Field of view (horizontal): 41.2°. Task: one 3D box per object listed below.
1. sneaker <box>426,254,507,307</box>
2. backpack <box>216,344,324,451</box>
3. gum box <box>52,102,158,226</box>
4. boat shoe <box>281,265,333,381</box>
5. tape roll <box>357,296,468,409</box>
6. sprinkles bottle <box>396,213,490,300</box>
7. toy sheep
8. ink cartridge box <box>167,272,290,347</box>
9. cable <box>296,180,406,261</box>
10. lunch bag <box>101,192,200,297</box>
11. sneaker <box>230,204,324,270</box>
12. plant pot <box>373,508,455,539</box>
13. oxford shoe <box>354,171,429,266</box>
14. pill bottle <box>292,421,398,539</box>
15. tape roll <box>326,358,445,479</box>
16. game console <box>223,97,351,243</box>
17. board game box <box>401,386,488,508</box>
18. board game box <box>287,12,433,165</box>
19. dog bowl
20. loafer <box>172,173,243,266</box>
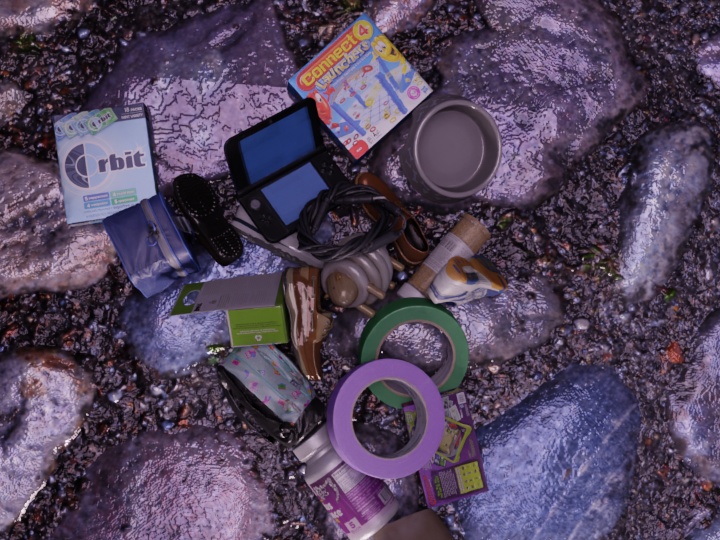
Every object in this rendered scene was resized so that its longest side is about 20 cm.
[{"bbox_3d":[0.190,0.024,1.736,0.088,0.199,0.076,-45,59,26],"label":"sneaker"},{"bbox_3d":[-0.160,0.213,1.702,0.200,0.167,0.127,44,66,4],"label":"backpack"},{"bbox_3d":[-0.463,-0.194,1.756,0.168,0.045,0.203,-9,87,-4],"label":"gum box"},{"bbox_3d":[-0.084,0.089,1.656,0.073,0.076,0.203,-10,97,5],"label":"boat shoe"},{"bbox_3d":[0.095,0.151,1.729,0.198,0.048,0.203,-3,109,-8],"label":"tape roll"},{"bbox_3d":[0.154,-0.010,1.768,0.068,0.068,0.200,41,85,0],"label":"sprinkles bottle"},{"bbox_3d":[0.000,0.000,1.723,0.136,0.200,0.139,13,124,19],"label":"toy sheep"},{"bbox_3d":[-0.224,0.072,1.695,0.197,0.148,0.077,-6,112,4],"label":"ink cartridge box"},{"bbox_3d":[-0.030,-0.088,1.678,0.198,0.051,0.164,-26,57,-21],"label":"cable"},{"bbox_3d":[-0.355,-0.050,1.675,0.131,0.200,0.137,-27,83,-8],"label":"lunch bag"},{"bbox_3d":[-0.138,-0.067,1.756,0.199,0.076,0.081,30,75,-3],"label":"sneaker"},{"bbox_3d":[0.108,0.522,1.682,0.198,0.200,0.175,-20,71,-5],"label":"plant pot"},{"bbox_3d":[0.064,-0.105,1.762,0.071,0.071,0.201,-37,88,-24],"label":"oxford shoe"},{"bbox_3d":[-0.031,0.373,1.708,0.112,0.112,0.201,-38,88,-5],"label":"pill bottle"},{"bbox_3d":[0.043,0.255,1.654,0.197,0.066,0.203,2,83,-13],"label":"tape roll"},{"bbox_3d":[-0.123,-0.178,1.711,0.199,0.119,0.171,-32,75,-21],"label":"game console"},{"bbox_3d":[0.154,0.322,1.741,0.119,0.032,0.202,-15,102,-8],"label":"board game box"},{"bbox_3d":[-0.001,-0.338,1.789,0.200,0.056,0.196,-42,90,-5],"label":"board game box"},{"bbox_3d":[0.172,-0.224,1.765,0.197,0.059,0.203,-2,97,-14],"label":"dog bowl"},{"bbox_3d":[-0.287,-0.087,1.746,0.072,0.071,0.201,-20,69,-32],"label":"loafer"}]
